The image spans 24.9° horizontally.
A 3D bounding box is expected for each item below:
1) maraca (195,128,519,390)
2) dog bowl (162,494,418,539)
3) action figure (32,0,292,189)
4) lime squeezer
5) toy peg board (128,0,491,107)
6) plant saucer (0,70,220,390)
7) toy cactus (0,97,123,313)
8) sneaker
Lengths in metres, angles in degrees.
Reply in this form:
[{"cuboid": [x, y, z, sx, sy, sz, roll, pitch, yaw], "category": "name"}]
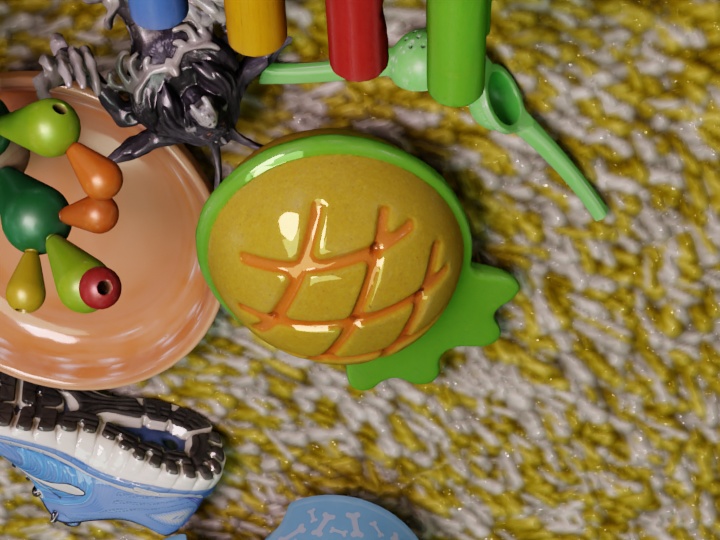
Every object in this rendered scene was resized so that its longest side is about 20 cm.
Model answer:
[{"cuboid": [0.000, 0.000, 0.862, 0.137, 0.108, 0.200, -31, 133, 21], "category": "maraca"}, {"cuboid": [-0.055, 0.207, 0.992, 0.198, 0.050, 0.112, -19, 117, 18], "category": "dog bowl"}, {"cuboid": [-0.110, -0.122, 0.793, 0.118, 0.102, 0.201, -33, 107, 5], "category": "action figure"}, {"cuboid": [0.048, -0.083, 0.838, 0.198, 0.038, 0.071, 21, 124, -5], "category": "lime squeezer"}, {"cuboid": [-0.018, -0.161, 0.710, 0.197, 0.201, 0.098, 3, 138, 5], "category": "toy peg board"}, {"cuboid": [-0.168, -0.023, 0.913, 0.198, 0.038, 0.202, 5, 122, 7], "category": "plant saucer"}, {"cuboid": [-0.186, -0.055, 0.780, 0.200, 0.165, 0.102, 44, 80, -4], "category": "toy cactus"}, {"cuboid": [-0.186, 0.111, 0.979, 0.198, 0.079, 0.090, 22, 121, -5], "category": "sneaker"}]
